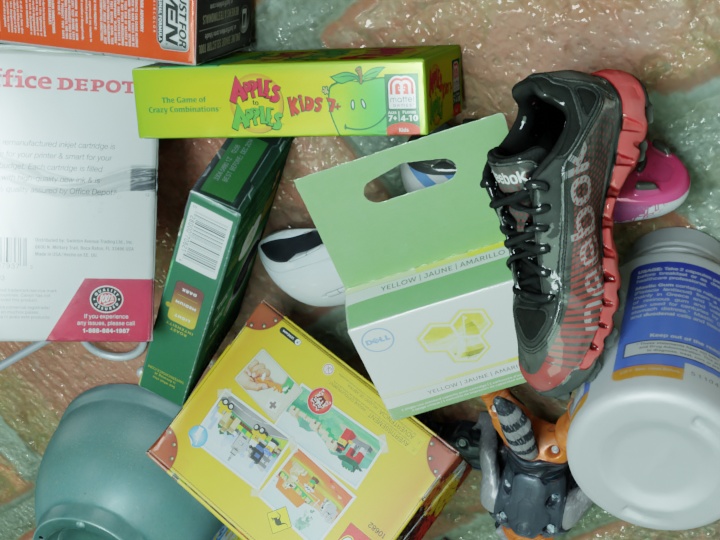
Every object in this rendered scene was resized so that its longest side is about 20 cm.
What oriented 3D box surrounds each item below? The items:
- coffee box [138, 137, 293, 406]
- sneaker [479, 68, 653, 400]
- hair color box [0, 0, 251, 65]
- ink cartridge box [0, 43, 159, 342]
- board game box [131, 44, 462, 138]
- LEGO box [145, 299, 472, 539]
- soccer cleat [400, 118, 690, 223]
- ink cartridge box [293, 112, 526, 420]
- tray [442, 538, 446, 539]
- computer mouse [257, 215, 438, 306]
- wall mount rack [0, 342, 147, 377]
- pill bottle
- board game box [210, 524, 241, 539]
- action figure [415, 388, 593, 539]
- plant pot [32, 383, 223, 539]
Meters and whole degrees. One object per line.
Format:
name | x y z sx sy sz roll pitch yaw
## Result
coffee box | -0.110 -0.007 0.883 0.044 0.123 0.201 23 130 2
sneaker | 0.111 -0.026 0.695 0.097 0.203 0.071 10 179 -33
hair color box | -0.182 -0.185 0.794 0.197 0.102 0.062 9 110 13
ink cartridge box | -0.219 -0.055 0.836 0.143 0.083 0.203 2 96 -12
board game box | -0.039 -0.120 0.782 0.197 0.102 0.048 1 105 18
LEGO box | -0.038 0.145 0.893 0.199 0.149 0.077 36 175 20
soccer cleat | 0.125 -0.055 0.803 0.198 0.070 0.087 9 138 20
ink cartridge box | 0.056 0.006 0.776 0.144 0.048 0.201 -17 134 10
tray | 0.064 0.341 1.114 0.098 0.037 0.200 34 129 -5
computer mouse | 0.000 0.000 0.863 0.198 0.044 0.109 -8 146 42
wall mount rack | -0.251 0.029 0.964 0.171 0.075 0.202 -2 133 4
pill bottle | 0.201 0.059 0.760 0.111 0.201 0.113 10 126 14
board game box | -0.067 0.249 0.999 0.105 0.103 0.201 39 95 -9
action figure | 0.109 0.143 0.917 0.198 0.105 0.195 5 124 21
plant pot | -0.218 0.225 1.077 0.198 0.135 0.202 10 126 14
